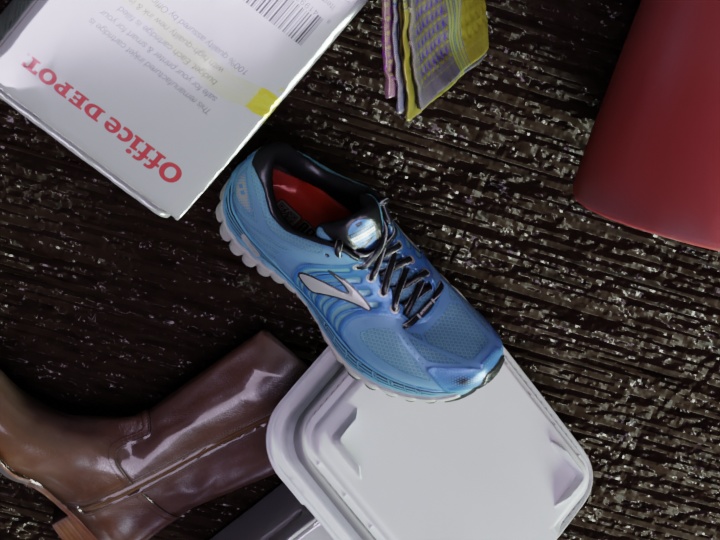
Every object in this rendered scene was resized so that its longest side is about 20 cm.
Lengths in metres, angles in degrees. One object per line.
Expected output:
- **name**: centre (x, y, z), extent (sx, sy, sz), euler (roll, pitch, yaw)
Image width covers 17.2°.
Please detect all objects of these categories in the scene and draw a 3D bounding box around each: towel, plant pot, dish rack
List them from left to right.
- **towel**: centre (0.046, -0.196, 1.325), extent (0.023, 0.144, 0.201), euler (8, 111, 21)
- **dish rack**: centre (0.053, 0.114, 1.454), extent (0.172, 0.043, 0.200), euler (-48, 111, -26)
- **plant pot**: centre (0.233, -0.108, 1.355), extent (0.199, 0.200, 0.178), euler (10, 102, -8)

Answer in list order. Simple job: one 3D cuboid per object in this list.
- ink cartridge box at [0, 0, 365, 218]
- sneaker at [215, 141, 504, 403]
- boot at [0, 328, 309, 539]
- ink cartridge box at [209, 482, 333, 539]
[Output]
- **ink cartridge box**: centre (-0.100, -0.154, 1.351), extent (0.145, 0.083, 0.200), euler (38, 105, -18)
- **sneaker**: centre (0.000, 0.000, 1.389), extent (0.200, 0.090, 0.078), euler (37, 64, 6)
- **boot**: centre (-0.126, 0.078, 1.467), extent (0.199, 0.064, 0.187), euler (-28, 126, 11)
- **ink cartridge box**: centre (0.009, 0.222, 1.528), extent (0.144, 0.084, 0.200), euler (-38, 111, 10)
